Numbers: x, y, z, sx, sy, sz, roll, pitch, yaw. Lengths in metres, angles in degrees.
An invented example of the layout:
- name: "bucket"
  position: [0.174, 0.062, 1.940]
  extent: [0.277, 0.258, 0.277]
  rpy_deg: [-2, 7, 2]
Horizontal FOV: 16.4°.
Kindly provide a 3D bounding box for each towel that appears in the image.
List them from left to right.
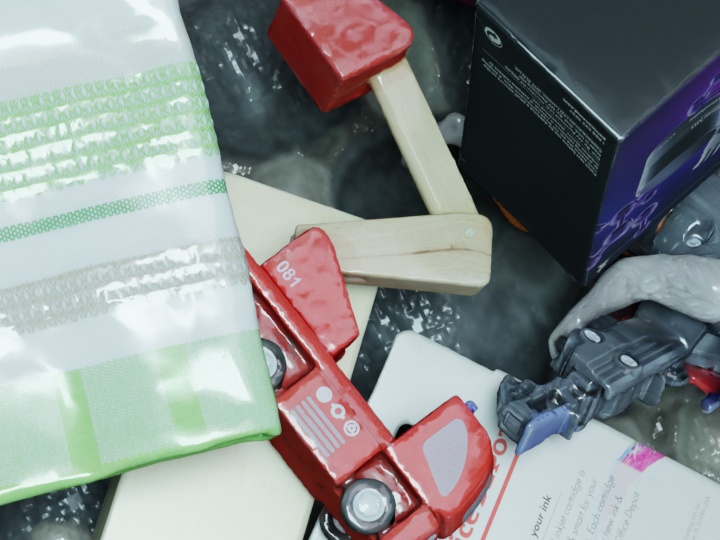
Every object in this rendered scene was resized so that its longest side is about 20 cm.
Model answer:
- name: "towel"
  position: [-0.121, -0.020, 0.903]
  extent: [0.149, 0.031, 0.200]
  rpy_deg: [-15, 82, -5]

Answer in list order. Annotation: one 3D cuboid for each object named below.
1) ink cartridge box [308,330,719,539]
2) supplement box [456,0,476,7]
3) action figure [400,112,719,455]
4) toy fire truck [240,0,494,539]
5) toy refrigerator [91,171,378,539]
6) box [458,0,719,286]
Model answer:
- name: "ink cartridge box"
  position: [0.073, 0.120, 1.019]
  extent: [0.200, 0.068, 0.115]
  rpy_deg: [28, 71, -11]
- name: "supplement box"
  position: [0.012, -0.179, 0.994]
  extent: [0.200, 0.110, 0.086]
  rpy_deg: [21, 72, 19]
- name: "action figure"
  position: [0.112, -0.010, 1.013]
  extent: [0.193, 0.105, 0.200]
  rpy_deg: [42, 38, 11]
- name: "toy fire truck"
  position: [0.000, 0.000, 0.957]
  extent: [0.141, 0.049, 0.200]
  rpy_deg: [-38, 86, -17]
- name: "toy refrigerator"
  position: [-0.055, 0.071, 0.992]
  extent: [0.076, 0.070, 0.200]
  rpy_deg: [18, 74, -7]
- name: "box"
  position: [0.135, -0.104, 0.935]
  extent: [0.200, 0.141, 0.079]
  rpy_deg: [-40, 76, -14]
